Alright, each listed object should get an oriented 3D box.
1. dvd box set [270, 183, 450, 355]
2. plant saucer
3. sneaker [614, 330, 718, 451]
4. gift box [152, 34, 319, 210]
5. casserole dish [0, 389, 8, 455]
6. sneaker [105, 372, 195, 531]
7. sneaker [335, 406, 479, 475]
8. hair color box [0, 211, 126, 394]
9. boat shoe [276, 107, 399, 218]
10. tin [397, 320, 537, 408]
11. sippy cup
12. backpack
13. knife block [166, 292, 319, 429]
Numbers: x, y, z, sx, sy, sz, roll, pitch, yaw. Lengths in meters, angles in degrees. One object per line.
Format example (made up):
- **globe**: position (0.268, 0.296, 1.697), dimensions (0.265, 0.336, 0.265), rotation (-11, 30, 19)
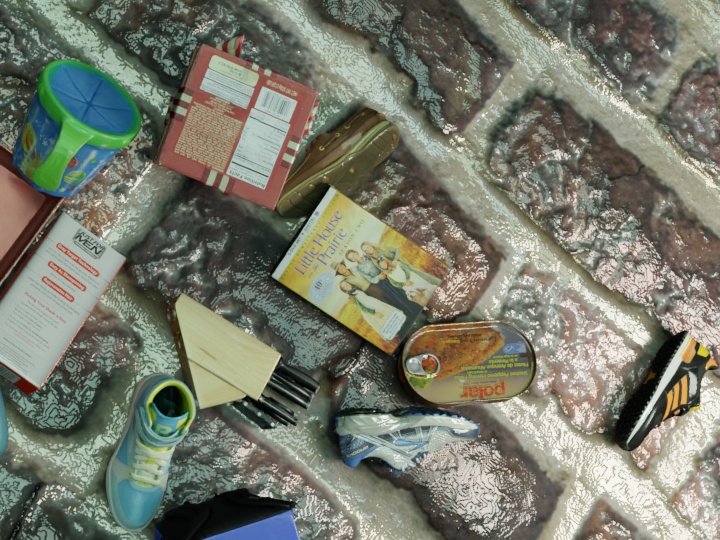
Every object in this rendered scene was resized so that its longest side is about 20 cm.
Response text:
- **dvd box set**: position (0.000, 0.000, 1.784), dimensions (0.199, 0.029, 0.147), rotation (34, 94, -12)
- **plant saucer**: position (-0.501, -0.074, 1.648), dimensions (0.199, 0.037, 0.200), rotation (36, 74, -10)
- **sneaker**: position (0.445, 0.187, 1.910), dimensions (0.090, 0.070, 0.201), rotation (37, 71, -7)
- **gift box**: position (-0.150, -0.193, 1.698), dimensions (0.183, 0.187, 0.201), rotation (26, 91, -12)
- **casserole dish**: position (-0.496, 0.154, 1.619), dimensions (0.120, 0.039, 0.202), rotation (-11, 87, -19)
- **sneaker**: position (-0.258, 0.222, 1.640), dimensions (0.079, 0.130, 0.202), rotation (12, 80, -18)
- **sneaker**: position (0.062, 0.228, 1.785), dimensions (0.198, 0.077, 0.086), rotation (1, 92, -11)
- **hair color box**: position (-0.386, 0.040, 1.638), dimensions (0.101, 0.061, 0.201), rotation (38, 64, -16)
- **boat shoe**: position (-0.041, -0.146, 1.801), dimensions (0.200, 0.072, 0.068), rotation (-38, 62, -11)
- **tin**: position (0.145, 0.130, 1.825), dimensions (0.198, 0.042, 0.113), rotation (-2, 68, -19)
- **sippy cup**: position (-0.359, -0.165, 1.640), dimensions (0.140, 0.130, 0.177), rotation (49, 30, 15)
- **backpack**: position (-0.167, 0.358, 1.618), dimensions (0.161, 0.200, 0.170), rotation (-10, 95, -21)
- **knife block**: position (-0.144, 0.113, 1.728), dimensions (0.174, 0.064, 0.202), rotation (-14, 87, -20)
